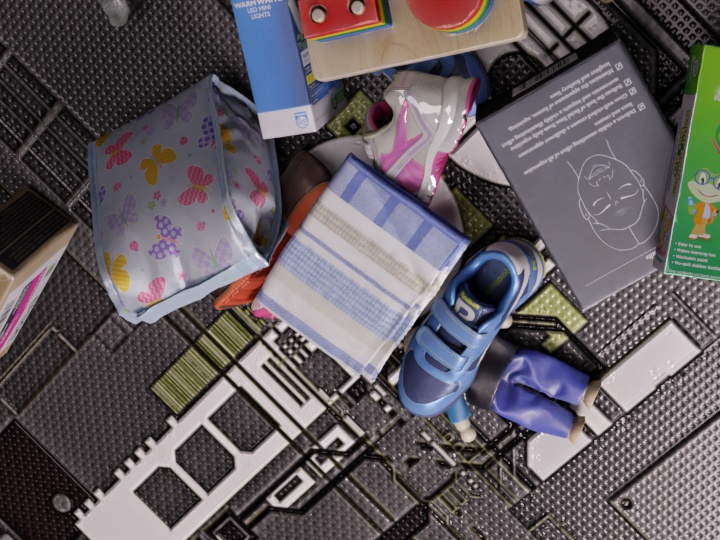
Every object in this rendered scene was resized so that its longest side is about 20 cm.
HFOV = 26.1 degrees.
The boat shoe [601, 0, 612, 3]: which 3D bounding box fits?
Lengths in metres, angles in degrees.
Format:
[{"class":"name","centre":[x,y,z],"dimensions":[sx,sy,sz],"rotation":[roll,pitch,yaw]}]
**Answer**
[{"class":"boat shoe","centre":[0.175,-0.323,1.353],"dimensions":[0.200,0.076,0.072],"rotation":[50,159,-4]}]

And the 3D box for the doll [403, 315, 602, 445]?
[{"class":"doll","centre":[0.134,0.109,1.555],"dimensions":[0.199,0.048,0.137],"rotation":[24,101,9]}]

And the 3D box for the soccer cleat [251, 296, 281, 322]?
[{"class":"soccer cleat","centre":[-0.019,0.003,1.565],"dimensions":[0.198,0.070,0.087],"rotation":[-9,85,22]}]

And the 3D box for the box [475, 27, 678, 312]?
[{"class":"box","centre":[0.215,-0.093,1.408],"dimensions":[0.148,0.107,0.201],"rotation":[-29,99,11]}]

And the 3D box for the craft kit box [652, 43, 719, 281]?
[{"class":"craft kit box","centre":[0.367,-0.082,1.333],"dimensions":[0.198,0.049,0.199],"rotation":[7,96,-4]}]

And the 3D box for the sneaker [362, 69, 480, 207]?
[{"class":"sneaker","centre":[0.043,-0.122,1.455],"dimensions":[0.088,0.082,0.201],"rotation":[22,140,-1]}]

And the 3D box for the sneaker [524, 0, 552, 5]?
[{"class":"sneaker","centre":[0.089,-0.286,1.415],"dimensions":[0.199,0.076,0.077],"rotation":[30,123,15]}]

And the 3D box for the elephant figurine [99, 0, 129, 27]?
[{"class":"elephant figurine","centre":[-0.291,-0.356,1.477],"dimensions":[0.199,0.142,0.156],"rotation":[27,88,7]}]

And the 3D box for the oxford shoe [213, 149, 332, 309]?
[{"class":"oxford shoe","centre":[-0.091,-0.038,1.574],"dimensions":[0.200,0.071,0.073],"rotation":[-46,66,27]}]

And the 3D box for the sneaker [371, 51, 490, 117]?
[{"class":"sneaker","centre":[0.034,-0.210,1.450],"dimensions":[0.200,0.082,0.074],"rotation":[40,115,-3]}]

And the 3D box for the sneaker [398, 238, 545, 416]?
[{"class":"sneaker","centre":[0.096,0.052,1.494],"dimensions":[0.074,0.082,0.201],"rotation":[35,98,14]}]

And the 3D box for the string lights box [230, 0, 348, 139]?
[{"class":"string lights box","centre":[-0.073,-0.236,1.462],"dimensions":[0.058,0.103,0.202],"rotation":[-6,109,20]}]

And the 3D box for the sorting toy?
[{"class":"sorting toy","centre":[0.029,-0.283,1.350],"dimensions":[0.197,0.070,0.202],"rotation":[-10,90,18]}]

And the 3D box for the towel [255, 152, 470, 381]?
[{"class":"towel","centre":[0.000,0.000,1.488],"dimensions":[0.146,0.024,0.200],"rotation":[35,122,0]}]

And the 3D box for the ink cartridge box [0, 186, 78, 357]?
[{"class":"ink cartridge box","centre":[-0.395,0.031,1.630],"dimensions":[0.075,0.165,0.201],"rotation":[34,117,0]}]

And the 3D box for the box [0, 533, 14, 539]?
[{"class":"box","centre":[-0.427,0.463,1.802],"dimensions":[0.199,0.171,0.200],"rotation":[42,116,-1]}]

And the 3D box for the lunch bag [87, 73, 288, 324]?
[{"class":"lunch bag","centre":[-0.166,-0.057,1.506],"dimensions":[0.169,0.201,0.127],"rotation":[-27,143,23]}]
